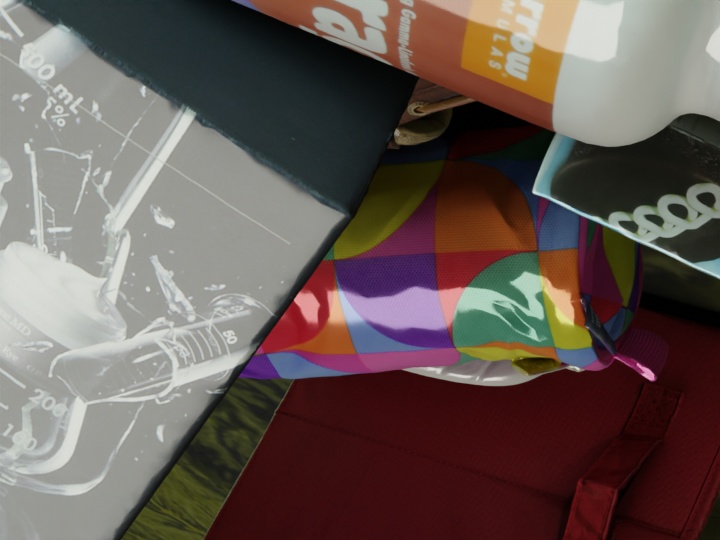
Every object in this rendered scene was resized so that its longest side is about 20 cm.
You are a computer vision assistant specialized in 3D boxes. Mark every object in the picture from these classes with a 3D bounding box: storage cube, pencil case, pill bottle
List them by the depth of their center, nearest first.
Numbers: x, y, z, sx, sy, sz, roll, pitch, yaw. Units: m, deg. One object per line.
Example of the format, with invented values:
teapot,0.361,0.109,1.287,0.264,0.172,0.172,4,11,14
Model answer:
pill bottle,0.040,-0.100,0.680,0.199,0.113,0.112,23,156,11
pencil case,0.000,0.000,0.897,0.198,0.089,0.089,-1,147,20
storage cube,0.064,0.115,1.021,0.179,0.172,0.200,16,155,28

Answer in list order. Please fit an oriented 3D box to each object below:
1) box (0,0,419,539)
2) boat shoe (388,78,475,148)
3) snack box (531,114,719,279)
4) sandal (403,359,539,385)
box,-0.115,-0.034,0.771,0.199,0.104,0.182,32,123,-6
boat shoe,0.000,-0.064,0.854,0.072,0.072,0.199,39,148,-23
snack box,0.153,-0.006,0.765,0.199,0.037,0.116,25,-163,6
sandal,-0.011,0.001,0.980,0.206,0.080,0.059,22,171,23
